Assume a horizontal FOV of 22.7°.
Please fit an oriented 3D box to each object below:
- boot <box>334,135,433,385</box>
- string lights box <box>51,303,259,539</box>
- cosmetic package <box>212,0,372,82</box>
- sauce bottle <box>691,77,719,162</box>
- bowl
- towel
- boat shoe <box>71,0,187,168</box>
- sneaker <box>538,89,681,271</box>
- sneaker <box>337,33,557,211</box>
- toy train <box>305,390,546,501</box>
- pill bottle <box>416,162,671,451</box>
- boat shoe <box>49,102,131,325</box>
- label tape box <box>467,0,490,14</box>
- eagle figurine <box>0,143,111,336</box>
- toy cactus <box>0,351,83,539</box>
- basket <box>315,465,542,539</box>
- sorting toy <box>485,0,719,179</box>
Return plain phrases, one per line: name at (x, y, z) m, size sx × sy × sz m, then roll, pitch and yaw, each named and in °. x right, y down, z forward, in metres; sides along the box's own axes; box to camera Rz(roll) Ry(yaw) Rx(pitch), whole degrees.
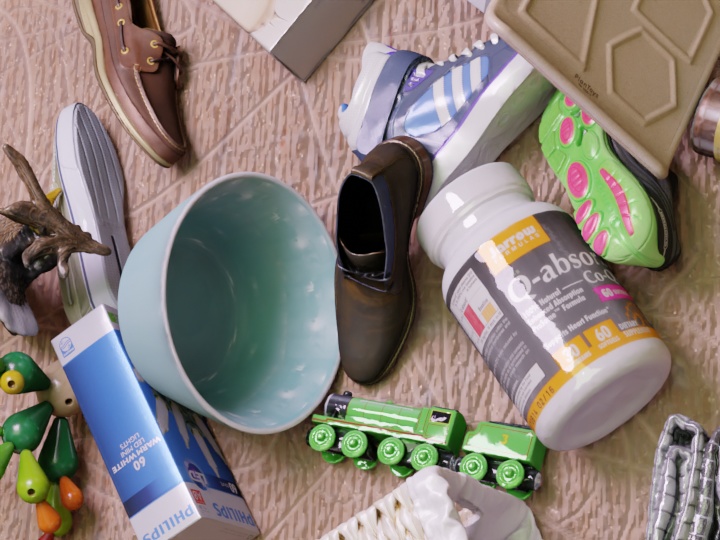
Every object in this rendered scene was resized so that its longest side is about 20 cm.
boot at (0.000, 0.000, 1.372) m, size 0.074 × 0.097 × 0.202 m, roll 13°, pitch 106°, yaw 20°
string lights box at (-0.165, 0.134, 1.434) m, size 0.059 × 0.103 × 0.201 m, roll -35°, pitch 65°, yaw 12°
cosmetic package at (-0.092, -0.267, 1.537) m, size 0.104 × 0.073 × 0.200 m, roll -49°, pitch 61°, yaw 4°
sauce bottle at (0.341, -0.086, 1.298) m, size 0.198 × 0.065 × 0.065 m, roll 20°, pitch 83°, yaw 26°
bowl at (-0.114, 0.028, 1.410) m, size 0.104 × 0.200 × 0.203 m, roll -5°, pitch 72°, yaw 42°
towel at (0.238, 0.210, 1.201) m, size 0.085 × 0.166 × 0.202 m, roll 5°, pitch 77°, yaw 19°
boat shoe at (-0.190, -0.182, 1.556) m, size 0.067 × 0.072 × 0.202 m, roll -31°, pitch 62°, yaw 15°
sneaker at (0.192, -0.077, 1.360) m, size 0.076 × 0.083 × 0.202 m, roll -34°, pitch 46°, yaw 31°
sneaker at (0.067, -0.159, 1.429) m, size 0.146 × 0.080 × 0.200 m, roll 45°, pitch 101°, yaw 23°
toy train at (0.049, 0.131, 1.377) m, size 0.198 × 0.042 × 0.057 m, roll 9°, pitch 69°, yaw 26°
pill bottle at (0.131, 0.024, 1.329) m, size 0.116 × 0.116 × 0.201 m, roll -39°, pitch 64°, yaw 9°
boat shoe at (-0.241, -0.046, 1.540) m, size 0.062 × 0.072 × 0.202 m, roll -21°, pitch 68°, yaw 23°
label tape box at (0.153, -0.238, 1.377) m, size 0.143 × 0.064 × 0.200 m, roll -27°, pitch 54°, yaw -33°
eagle figurine at (-0.301, -0.019, 1.482) m, size 0.199 × 0.150 × 0.154 m, roll -11°, pitch 91°, yaw 40°
toy cactus at (-0.270, 0.124, 1.474) m, size 0.101 × 0.201 × 0.165 m, roll -9°, pitch 29°, yaw 38°
basket at (0.057, 0.266, 1.245) m, size 0.160 × 0.198 × 0.202 m, roll -29°, pitch 66°, yaw 16°
sorting toy at (0.187, -0.192, 1.320) m, size 0.036 × 0.185 × 0.201 m, roll -23°, pitch 35°, yaw 53°
